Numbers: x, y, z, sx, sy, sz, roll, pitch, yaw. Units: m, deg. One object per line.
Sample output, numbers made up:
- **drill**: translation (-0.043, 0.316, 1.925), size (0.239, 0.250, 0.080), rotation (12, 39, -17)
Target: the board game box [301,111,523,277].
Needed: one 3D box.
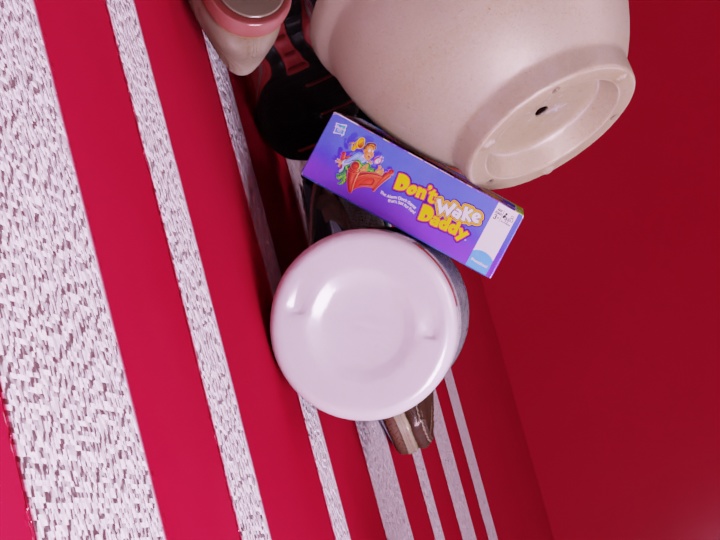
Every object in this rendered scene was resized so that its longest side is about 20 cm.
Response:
- **board game box**: translation (0.040, -0.051, 1.238), size (0.134, 0.045, 0.200), rotation (29, 5, 2)

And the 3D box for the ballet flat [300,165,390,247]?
- **ballet flat**: translation (0.000, 0.000, 1.352), size (0.074, 0.074, 0.201), rotation (61, 12, -61)

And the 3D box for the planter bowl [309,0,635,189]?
- **planter bowl**: translation (0.087, -0.137, 1.156), size (0.135, 0.200, 0.200), rotation (59, 1, 22)

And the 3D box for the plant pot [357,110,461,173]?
- **plant pot**: translation (0.038, -0.156, 1.576), size (0.195, 0.200, 0.202), rotation (77, -1, -68)

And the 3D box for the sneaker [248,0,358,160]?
- **sneaker**: translation (-0.053, -0.167, 1.301), size (0.087, 0.073, 0.201), rotation (-103, 174, -48)

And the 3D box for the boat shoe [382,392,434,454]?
- **boat shoe**: translation (0.042, 0.044, 1.409), size (0.075, 0.074, 0.203), rotation (65, 11, -49)

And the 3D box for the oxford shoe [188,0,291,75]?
- **oxford shoe**: translation (-0.097, -0.213, 1.171), size (0.075, 0.070, 0.201), rotation (113, -32, -57)

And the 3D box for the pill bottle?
- **pill bottle**: translation (0.012, 0.029, 1.193), size (0.200, 0.113, 0.114), rotation (-15, 88, -83)

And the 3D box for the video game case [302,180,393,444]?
- **video game case**: translation (-0.001, 0.036, 1.474), size (0.200, 0.019, 0.143), rotation (65, 11, -57)

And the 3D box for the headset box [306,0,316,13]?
- **headset box**: translation (-0.011, -0.259, 1.230), size (0.149, 0.077, 0.201), rotation (67, 13, -48)
